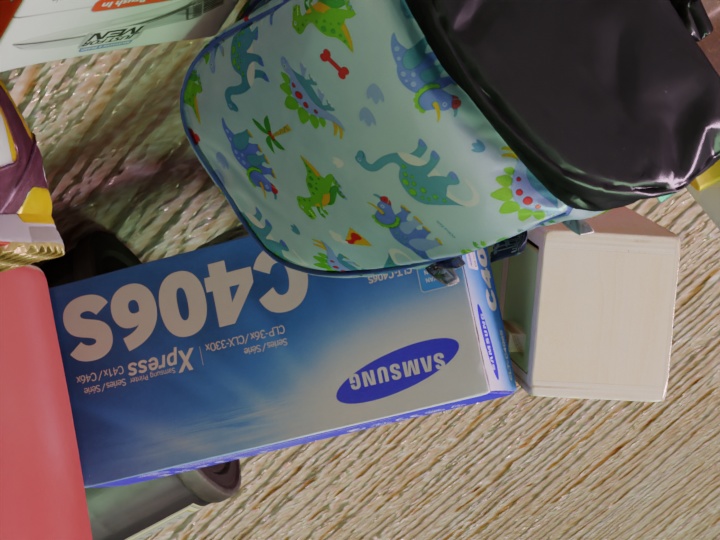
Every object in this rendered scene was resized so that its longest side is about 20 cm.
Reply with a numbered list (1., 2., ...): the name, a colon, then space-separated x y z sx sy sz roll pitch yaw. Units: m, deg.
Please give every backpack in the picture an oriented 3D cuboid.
1. backpack: 0.022 -0.075 1.082 0.154 0.163 0.200 -41 -164 -15

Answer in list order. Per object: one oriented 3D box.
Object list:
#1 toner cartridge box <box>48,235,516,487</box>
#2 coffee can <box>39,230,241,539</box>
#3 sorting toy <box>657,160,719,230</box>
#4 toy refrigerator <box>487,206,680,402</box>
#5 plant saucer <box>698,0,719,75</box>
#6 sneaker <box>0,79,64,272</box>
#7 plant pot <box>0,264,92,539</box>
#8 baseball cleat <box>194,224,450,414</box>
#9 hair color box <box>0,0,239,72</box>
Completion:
1. toner cartridge box: -0.038 0.031 1.257 0.199 0.095 0.043 -15 173 19
2. coffee can: -0.180 0.092 1.394 0.200 0.147 0.146 -29 161 9
3. sorting toy: 0.195 -0.067 1.392 0.107 0.180 0.200 -21 160 -21
4. toy refrigerator: 0.089 0.004 1.321 0.070 0.076 0.200 3 -171 -10
5. plant saucer: 0.164 -0.165 1.230 0.200 0.037 0.201 -29 139 -28
6. sneaker: -0.176 -0.046 1.103 0.075 0.090 0.200 -17 172 5
7. plant pot: -0.209 0.087 1.235 0.200 0.178 0.200 0 174 0
8. baseball cleat: -0.021 0.026 1.377 0.070 0.107 0.200 -15 172 37
9. hair color box: -0.071 -0.156 1.016 0.111 0.064 0.200 -13 156 -35
